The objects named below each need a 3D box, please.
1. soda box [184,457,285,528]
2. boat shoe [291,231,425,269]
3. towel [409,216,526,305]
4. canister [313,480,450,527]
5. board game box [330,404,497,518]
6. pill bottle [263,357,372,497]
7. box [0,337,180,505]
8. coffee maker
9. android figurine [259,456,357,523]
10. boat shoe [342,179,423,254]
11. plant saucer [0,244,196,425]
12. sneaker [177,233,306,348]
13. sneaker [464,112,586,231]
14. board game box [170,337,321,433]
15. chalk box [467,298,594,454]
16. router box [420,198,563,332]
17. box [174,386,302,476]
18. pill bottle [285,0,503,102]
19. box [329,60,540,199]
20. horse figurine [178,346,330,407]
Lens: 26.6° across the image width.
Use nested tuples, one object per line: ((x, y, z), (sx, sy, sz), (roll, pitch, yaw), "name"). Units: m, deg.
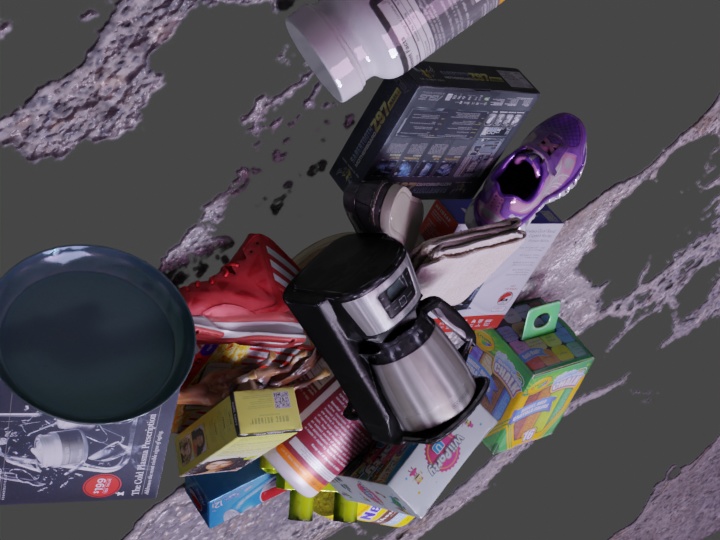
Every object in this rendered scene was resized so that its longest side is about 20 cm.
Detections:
((-0.119, 0.241, 1.912), (0.199, 0.068, 0.064), (-24, 145, -23), "soda box")
((0.000, 0.000, 1.734), (0.199, 0.069, 0.074), (-19, 143, -29), "boat shoe")
((0.093, 0.006, 1.699), (0.132, 0.035, 0.200), (-14, 161, -26), "towel")
((0.028, 0.281, 2.097), (0.149, 0.087, 0.200), (-47, 149, 12), "canister")
((0.052, 0.207, 1.788), (0.064, 0.200, 0.148), (47, 70, -17), "board game box")
((-0.024, 0.159, 1.777), (0.200, 0.113, 0.113), (-43, 148, -1), "pill bottle")
((-0.286, 0.134, 1.527), (0.181, 0.104, 0.201), (0, 135, -18), "box")
((0.008, 0.074, 1.592), (0.191, 0.135, 0.201), (-16, 116, 32), "coffee maker")
((-0.038, 0.209, 1.880), (0.181, 0.041, 0.201), (8, 85, -24), "android figurine")
((0.025, -0.055, 1.642), (0.200, 0.062, 0.073), (55, 52, -74), "boat shoe")
((-0.255, 0.064, 1.436), (0.199, 0.201, 0.027), (-19, 152, -29), "plant saucer")
((-0.153, 0.017, 1.614), (0.199, 0.116, 0.078), (8, 166, -21), "sneaker")
((0.199, -0.117, 1.736), (0.200, 0.080, 0.089), (-47, 163, -28), "sneaker")
((-0.153, 0.121, 1.749), (0.200, 0.046, 0.152), (12, 122, -52), "board game box")
((0.222, 0.127, 2.064), (0.124, 0.124, 0.201), (-12, 139, -36), "chalk box")
((0.132, -0.004, 1.881), (0.199, 0.049, 0.180), (-3, 133, -44), "router box")
((-0.137, 0.178, 1.665), (0.075, 0.050, 0.200), (-3, 161, -26), "box")
((0.036, -0.252, 1.419), (0.200, 0.117, 0.116), (-36, 148, -4), "pill bottle")
((0.082, -0.148, 1.649), (0.199, 0.051, 0.158), (-3, 135, -43), "box")
((-0.121, 0.122, 1.671), (0.132, 0.050, 0.200), (-26, 166, 31), "horse figurine")
